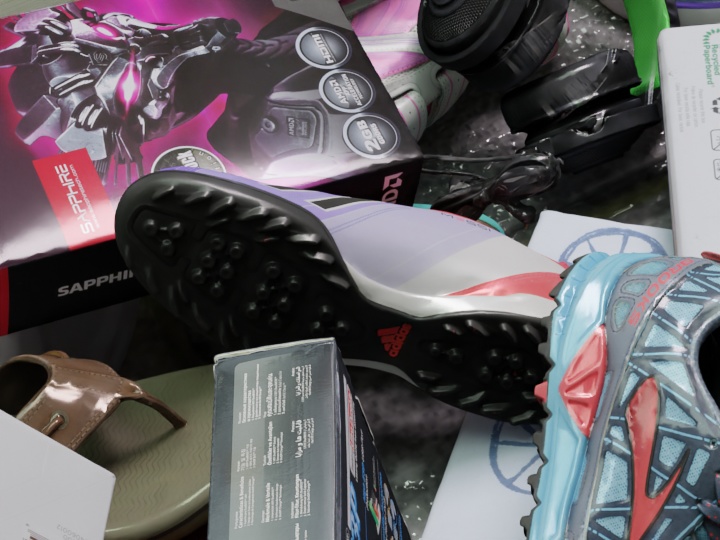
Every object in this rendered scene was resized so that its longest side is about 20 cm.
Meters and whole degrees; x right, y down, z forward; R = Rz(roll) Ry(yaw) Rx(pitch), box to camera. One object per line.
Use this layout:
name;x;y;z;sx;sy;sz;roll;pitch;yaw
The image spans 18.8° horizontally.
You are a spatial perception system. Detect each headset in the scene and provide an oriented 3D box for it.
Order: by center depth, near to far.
headset;0.085;-0.093;0.938;0.094;0.124;0.200;-20;29;48

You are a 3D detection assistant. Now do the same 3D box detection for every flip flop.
flip flop;-0.129;0.062;0.824;0.199;0.058;0.081;-2;46;9

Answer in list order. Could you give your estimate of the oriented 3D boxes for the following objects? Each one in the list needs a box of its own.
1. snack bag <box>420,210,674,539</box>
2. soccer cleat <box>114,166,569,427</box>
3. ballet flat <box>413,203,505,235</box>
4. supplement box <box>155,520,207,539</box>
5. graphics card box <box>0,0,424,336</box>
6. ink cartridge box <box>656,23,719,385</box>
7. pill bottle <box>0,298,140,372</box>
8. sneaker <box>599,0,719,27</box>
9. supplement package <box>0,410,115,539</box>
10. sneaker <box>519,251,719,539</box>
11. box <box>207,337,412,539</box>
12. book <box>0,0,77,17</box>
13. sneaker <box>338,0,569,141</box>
snack bag;0.140;0.056;0.859;0.199;0.021;0.189;7;50;20
soccer cleat;0.000;0.000;0.844;0.199;0.068;0.073;18;33;-14
ballet flat;-0.033;-0.003;0.943;0.199;0.071;0.071;9;50;24
supplement box;-0.095;0.138;0.827;0.108;0.061;0.200;-9;46;9
graphics card box;-0.089;-0.053;0.882;0.199;0.051;0.126;-14;56;-20
ink cartridge box;0.224;-0.028;0.870;0.199;0.043;0.197;-4;48;8
pill bottle;-0.207;-0.002;0.963;0.199;0.111;0.111;8;50;24
sneaker;0.122;-0.205;1.028;0.081;0.147;0.200;-38;47;-19
supplement package;-0.196;0.129;0.766;0.200;0.109;0.114;-32;36;38
sneaker;0.109;0.085;0.756;0.095;0.079;0.201;-5;72;28
box;-0.008;0.148;0.717;0.046;0.159;0.200;-11;45;9
book;-0.073;-0.141;1.009;0.200;0.048;0.133;-16;-3;40
sneaker;0.006;-0.083;0.999;0.199;0.081;0.088;-14;66;-12
